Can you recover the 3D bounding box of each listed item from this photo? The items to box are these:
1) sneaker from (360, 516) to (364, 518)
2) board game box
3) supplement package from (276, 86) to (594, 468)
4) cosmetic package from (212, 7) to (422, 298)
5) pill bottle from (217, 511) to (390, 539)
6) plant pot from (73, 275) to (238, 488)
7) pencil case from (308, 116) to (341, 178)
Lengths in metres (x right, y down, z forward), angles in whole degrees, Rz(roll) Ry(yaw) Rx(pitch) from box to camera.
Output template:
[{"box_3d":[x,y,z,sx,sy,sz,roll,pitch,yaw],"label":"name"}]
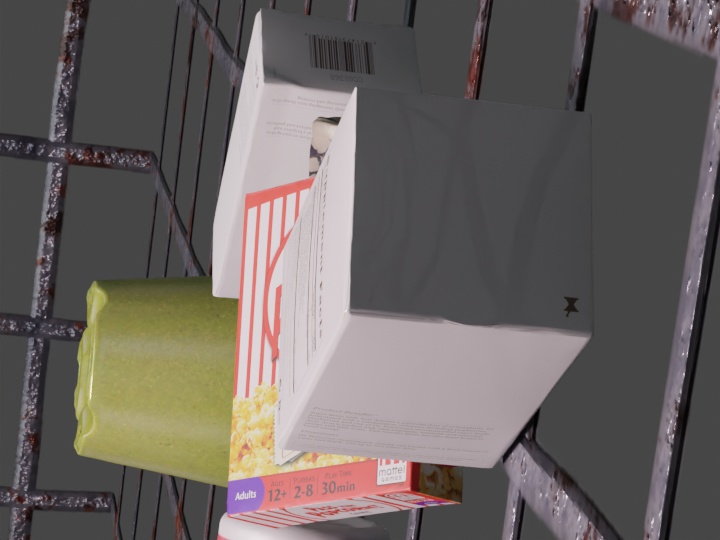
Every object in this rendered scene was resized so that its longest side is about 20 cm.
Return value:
[{"box_3d":[-0.049,0.194,1.764,0.075,0.100,0.200,111,163,-68],"label":"sneaker"},{"box_3d":[-0.006,0.042,1.538,0.151,0.046,0.200,-13,67,43],"label":"board game box"},{"box_3d":[0.034,0.008,1.316,0.200,0.121,0.120,118,156,-65],"label":"supplement package"},{"box_3d":[-0.032,-0.070,1.787,0.081,0.113,0.200,-94,16,-44],"label":"cosmetic package"},{"box_3d":[-0.044,0.254,1.669,0.109,0.109,0.200,-171,87,-80],"label":"pill bottle"},{"box_3d":[-0.115,0.080,1.967,0.200,0.184,0.200,-175,90,-81],"label":"plant pot"},{"box_3d":[0.000,0.000,1.648,0.089,0.078,0.200,4,-89,-84],"label":"pencil case"}]
